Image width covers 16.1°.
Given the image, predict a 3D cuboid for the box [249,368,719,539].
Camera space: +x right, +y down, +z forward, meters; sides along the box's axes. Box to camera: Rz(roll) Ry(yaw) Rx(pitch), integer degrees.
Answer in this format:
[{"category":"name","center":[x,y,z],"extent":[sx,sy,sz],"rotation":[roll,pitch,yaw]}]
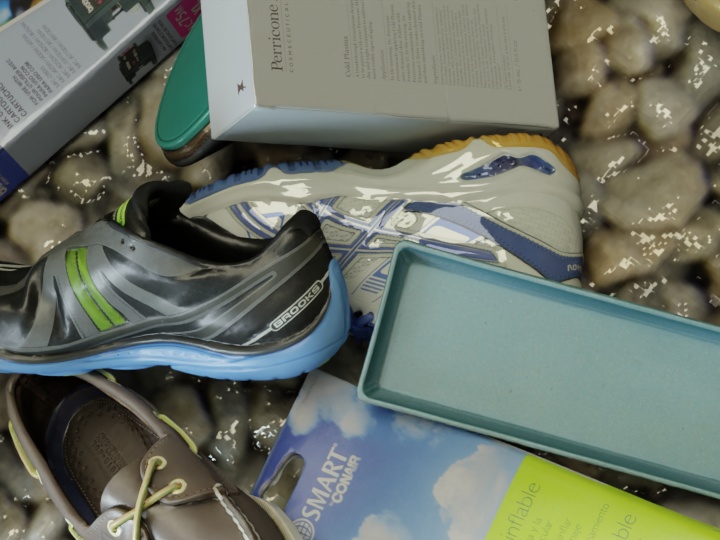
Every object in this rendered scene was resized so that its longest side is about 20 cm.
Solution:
[{"category":"box","center":[0.045,0.132,1.065],"extent":[0.199,0.048,0.123],"rotation":[21,76,23]}]

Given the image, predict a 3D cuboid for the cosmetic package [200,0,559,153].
[{"category":"cosmetic package","center":[0.003,-0.154,1.125],"extent":[0.150,0.052,0.202],"rotation":[4,72,-29]}]

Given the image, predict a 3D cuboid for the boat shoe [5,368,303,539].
[{"category":"boat shoe","center":[-0.088,0.099,1.070],"extent":[0.072,0.059,0.200],"rotation":[-50,42,1]}]

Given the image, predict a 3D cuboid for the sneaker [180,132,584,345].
[{"category":"sneaker","center":[0.000,0.000,1.112],"extent":[0.199,0.075,0.089],"rotation":[-11,70,14]}]

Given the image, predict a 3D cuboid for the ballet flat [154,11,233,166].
[{"category":"ballet flat","center":[-0.031,-0.127,1.171],"extent":[0.073,0.073,0.201],"rotation":[11,69,19]}]

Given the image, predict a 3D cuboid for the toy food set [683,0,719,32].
[{"category":"toy food set","center":[0.191,-0.206,1.148],"extent":[0.200,0.049,0.198],"rotation":[-42,65,-2]}]

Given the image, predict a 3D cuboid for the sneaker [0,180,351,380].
[{"category":"sneaker","center":[-0.101,0.001,1.089],"extent":[0.198,0.071,0.083],"rotation":[0,109,17]}]

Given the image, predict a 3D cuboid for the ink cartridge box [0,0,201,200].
[{"category":"ink cartridge box","center":[-0.165,-0.117,1.223],"extent":[0.200,0.042,0.119],"rotation":[-42,65,0]}]

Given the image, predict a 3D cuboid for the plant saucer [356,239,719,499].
[{"category":"plant saucer","center":[0.102,0.046,1.065],"extent":[0.199,0.019,0.070],"rotation":[15,88,5]}]
